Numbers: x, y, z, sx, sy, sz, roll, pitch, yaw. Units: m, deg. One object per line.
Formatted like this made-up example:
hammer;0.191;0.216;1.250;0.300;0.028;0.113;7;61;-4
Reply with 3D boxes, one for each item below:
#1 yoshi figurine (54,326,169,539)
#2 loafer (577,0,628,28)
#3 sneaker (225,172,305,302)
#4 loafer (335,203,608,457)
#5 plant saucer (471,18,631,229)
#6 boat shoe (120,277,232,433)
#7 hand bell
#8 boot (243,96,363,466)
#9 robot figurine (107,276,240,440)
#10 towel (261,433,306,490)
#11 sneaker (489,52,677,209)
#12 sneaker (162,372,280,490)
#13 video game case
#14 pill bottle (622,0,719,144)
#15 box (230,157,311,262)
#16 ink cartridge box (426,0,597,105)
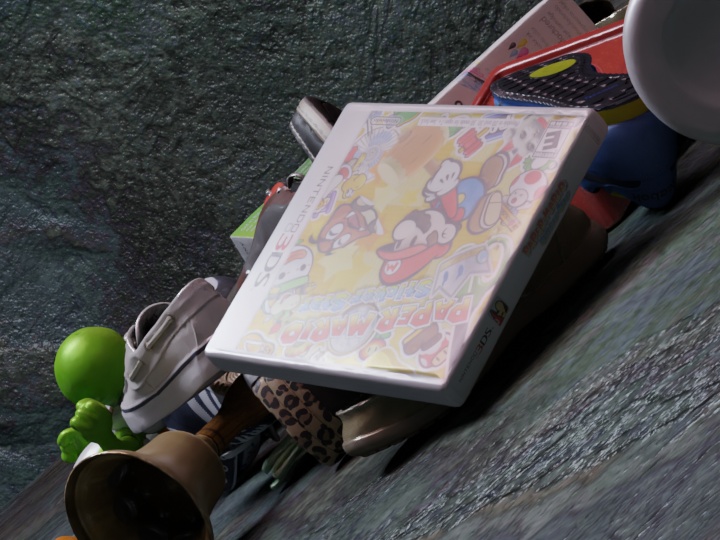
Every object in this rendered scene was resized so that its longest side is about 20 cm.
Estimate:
yoshi figurine;-0.198;0.126;1.833;0.112;0.112;0.200;21;-97;-56
loafer;0.176;-0.178;1.940;0.200;0.068;0.076;-7;12;43
sneaker;-0.038;-0.018;1.629;0.077;0.082;0.200;3;-33;-39
loafer;0.051;0.025;1.368;0.200;0.068;0.076;-43;5;-23
plant saucer;0.119;-0.088;1.580;0.200;0.037;0.200;-18;33;47
boat shoe;-0.125;0.054;1.617;0.072;0.066;0.200;-36;-1;-21
hand bell;-0.094;0.107;1.573;0.104;0.104;0.200;-38;7;40
boot;-0.017;0.006;1.500;0.151;0.200;0.073;-46;-25;19
robot figurine;-0.120;0.086;1.957;0.125;0.150;0.200;4;39;48
towel;0.026;0.057;1.609;0.200;0.023;0.153;-42;3;23
sneaker;0.131;-0.079;1.447;0.066;0.079;0.200;-24;18;-10
sneaker;-0.077;0.102;1.744;0.070;0.109;0.200;-42;26;-29
video game case;0.022;-0.015;1.358;0.200;0.023;0.182;6;60;47
pill bottle;0.208;-0.142;1.359;0.113;0.113;0.200;-40;4;18
box;0.009;-0.055;1.953;0.200;0.036;0.144;6;43;47
ink cartridge box;0.103;-0.091;1.759;0.200;0.117;0.067;-43;4;-8
